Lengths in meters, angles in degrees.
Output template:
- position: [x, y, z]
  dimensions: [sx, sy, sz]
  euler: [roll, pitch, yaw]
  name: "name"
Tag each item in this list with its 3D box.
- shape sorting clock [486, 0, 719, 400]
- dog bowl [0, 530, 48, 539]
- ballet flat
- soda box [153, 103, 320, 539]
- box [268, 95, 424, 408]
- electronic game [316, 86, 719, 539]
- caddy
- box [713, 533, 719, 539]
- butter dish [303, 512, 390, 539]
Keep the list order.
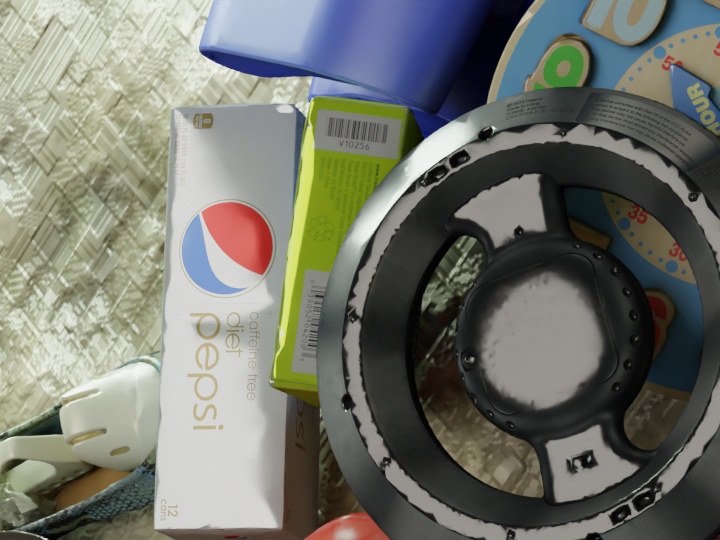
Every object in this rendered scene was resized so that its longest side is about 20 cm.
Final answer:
- position: [0.147, -0.045, 1.177]
  dimensions: [0.199, 0.039, 0.201]
  euler: [1, 95, 10]
  name: "shape sorting clock"
- position: [-0.162, 0.230, 1.440]
  dimensions: [0.200, 0.059, 0.201]
  euler: [-13, 70, 41]
  name: "dog bowl"
- position: [-0.136, 0.088, 1.446]
  dimensions: [0.200, 0.074, 0.074]
  euler: [-34, 58, 32]
  name: "ballet flat"
- position: [-0.054, 0.026, 1.371]
  dimensions: [0.063, 0.068, 0.201]
  euler: [-2, 78, 13]
  name: "soda box"
- position: [0.000, 0.000, 1.285]
  dimensions: [0.048, 0.200, 0.122]
  euler: [7, 85, 6]
  name: "box"
- position: [0.075, 0.027, 1.133]
  dimensions: [0.200, 0.042, 0.201]
  euler: [-6, 76, 24]
  name: "electronic game"
- position: [0.021, -0.118, 1.292]
  dimensions: [0.200, 0.141, 0.105]
  euler: [16, 84, 53]
  name: "caddy"
- position: [0.219, 0.119, 1.090]
  dimensions: [0.200, 0.095, 0.100]
  euler: [27, 96, 44]
  name: "box"
- position: [0.000, 0.172, 1.195]
  dimensions: [0.200, 0.148, 0.199]
  euler: [-49, 32, -15]
  name: "butter dish"
